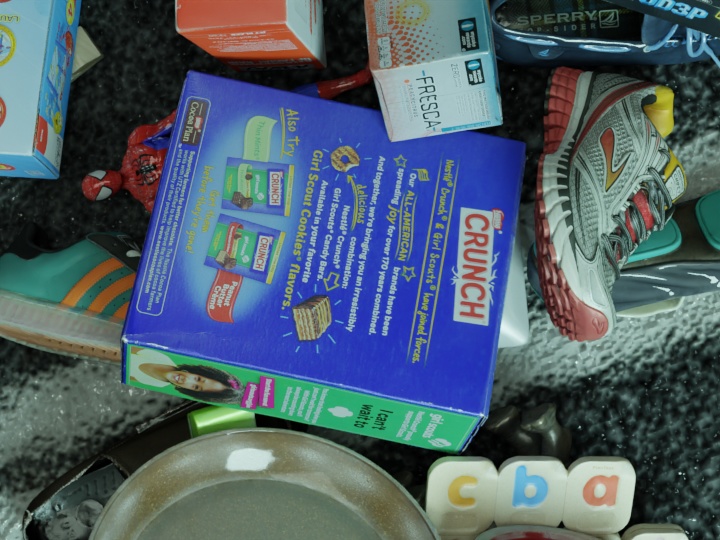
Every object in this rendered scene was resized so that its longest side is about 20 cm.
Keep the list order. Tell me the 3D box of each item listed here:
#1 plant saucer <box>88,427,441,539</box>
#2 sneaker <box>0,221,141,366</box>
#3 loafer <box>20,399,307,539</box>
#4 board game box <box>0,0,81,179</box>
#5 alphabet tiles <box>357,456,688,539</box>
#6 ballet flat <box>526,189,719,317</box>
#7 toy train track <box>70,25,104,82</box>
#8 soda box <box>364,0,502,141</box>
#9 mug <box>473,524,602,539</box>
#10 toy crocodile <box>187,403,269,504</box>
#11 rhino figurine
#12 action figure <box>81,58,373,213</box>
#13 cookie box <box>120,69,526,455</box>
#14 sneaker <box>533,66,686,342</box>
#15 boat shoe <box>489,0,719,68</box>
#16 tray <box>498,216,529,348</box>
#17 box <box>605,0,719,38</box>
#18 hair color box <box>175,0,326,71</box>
[{"bbox_3d":[-0.049,0.175,0.866,0.199,0.032,0.201,6,50,-7],"label":"plant saucer"},{"bbox_3d":[-0.137,0.016,0.988,0.199,0.071,0.080,12,73,19],"label":"sneaker"},{"bbox_3d":[-0.121,0.128,0.996,0.200,0.071,0.073,-32,86,5],"label":"loafer"},{"bbox_3d":[-0.275,-0.163,1.003,0.199,0.056,0.197,4,79,7],"label":"board game box"},{"bbox_3d":[0.090,0.193,0.958,0.199,0.015,0.196,1,115,-5],"label":"alphabet tiles"},{"bbox_3d":[0.198,-0.008,0.966,0.199,0.073,0.073,-11,89,5],"label":"ballet flat"},{"bbox_3d":[-0.250,-0.087,1.031,0.200,0.033,0.115,-36,86,4],"label":"toy train track"},{"bbox_3d":[0.036,-0.173,0.935,0.068,0.064,0.201,-9,56,7],"label":"soda box"},{"bbox_3d":[0.102,0.250,0.923,0.133,0.177,0.201,15,106,20],"label":"mug"},{"bbox_3d":[-0.072,0.163,0.967,0.067,0.062,0.201,-12,121,-20],"label":"toy crocodile"},{"bbox_3d":[0.051,0.161,0.981,0.200,0.060,0.088,-33,105,7],"label":"rhino figurine"},{"bbox_3d":[-0.078,-0.079,1.006,0.199,0.052,0.066,-17,93,8],"label":"action figure"},{"bbox_3d":[-0.019,-0.004,0.920,0.199,0.075,0.172,12,67,-3],"label":"cookie box"},{"bbox_3d":[0.140,-0.045,0.915,0.082,0.078,0.200,2,48,12],"label":"sneaker"},{"bbox_3d":[0.169,-0.151,0.964,0.199,0.069,0.084,-15,89,6],"label":"boat shoe"},{"bbox_3d":[0.000,0.000,0.999,0.199,0.022,0.108,-5,81,7],"label":"tray"},{"bbox_3d":[0.193,-0.225,0.923,0.158,0.046,0.200,20,58,7],"label":"box"},{"bbox_3d":[-0.060,-0.178,0.924,0.064,0.200,0.111,-2,90,6],"label":"hair color box"}]
